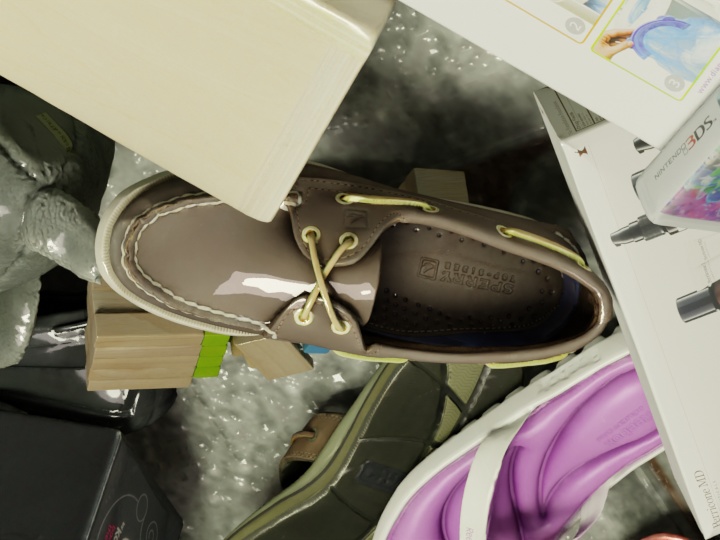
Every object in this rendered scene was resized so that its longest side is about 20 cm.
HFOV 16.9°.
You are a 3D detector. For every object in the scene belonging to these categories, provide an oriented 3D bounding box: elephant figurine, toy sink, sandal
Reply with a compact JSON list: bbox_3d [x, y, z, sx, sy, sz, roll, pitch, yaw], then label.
[{"bbox_3d":[-0.188,-0.018,1.021,0.141,0.155,0.200,33,124,-10],"label":"elephant figurine"},{"bbox_3d":[-0.083,-0.132,0.896,0.199,0.131,0.112,29,132,-5],"label":"toy sink"},{"bbox_3d":[0.004,0.088,1.094,0.080,0.057,0.201,28,116,-27],"label":"sandal"},{"bbox_3d":[0.073,0.097,1.043,0.082,0.050,0.203,29,119,-23],"label":"sandal"}]

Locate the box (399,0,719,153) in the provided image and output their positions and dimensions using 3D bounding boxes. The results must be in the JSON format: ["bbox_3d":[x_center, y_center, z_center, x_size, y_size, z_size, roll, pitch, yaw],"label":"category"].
[{"bbox_3d":[0.057,-0.151,0.838,0.199,0.113,0.102,29,134,-5],"label":"box"}]

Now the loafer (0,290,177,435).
[{"bbox_3d":[-0.174,0.023,1.104,0.199,0.068,0.071,9,109,20],"label":"loafer"}]

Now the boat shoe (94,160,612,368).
[{"bbox_3d":[0.000,0.000,0.927,0.199,0.059,0.072,8,98,-19],"label":"boat shoe"}]

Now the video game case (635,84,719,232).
[{"bbox_3d":[0.221,-0.069,0.831,0.199,0.024,0.182,5,141,-33],"label":"video game case"}]

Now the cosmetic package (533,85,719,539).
[{"bbox_3d":[0.140,0.006,0.957,0.082,0.051,0.201,-22,121,4],"label":"cosmetic package"}]

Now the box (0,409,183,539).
[{"bbox_3d":[-0.199,0.131,1.098,0.199,0.123,0.106,8,154,17],"label":"box"}]

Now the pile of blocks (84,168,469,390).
[{"bbox_3d":[-0.028,-0.001,1.027,0.199,0.063,0.082,-12,156,9],"label":"pile of blocks"}]

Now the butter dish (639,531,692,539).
[{"bbox_3d":[0.144,0.252,1.108,0.200,0.148,0.199,37,131,-11],"label":"butter dish"}]
